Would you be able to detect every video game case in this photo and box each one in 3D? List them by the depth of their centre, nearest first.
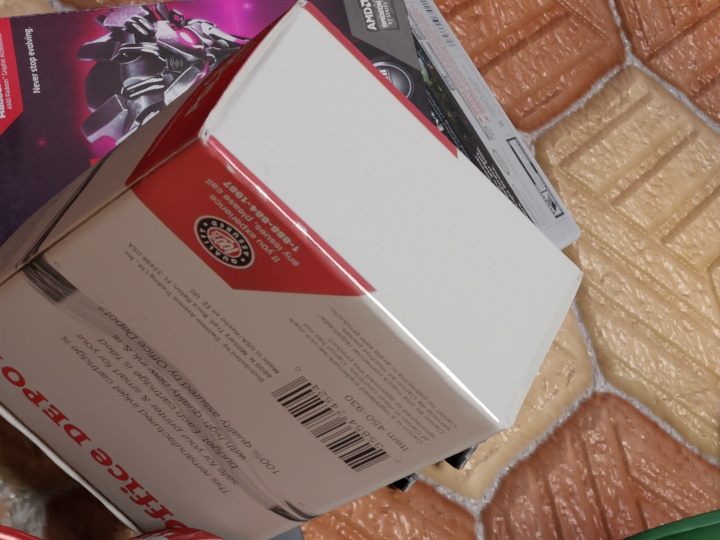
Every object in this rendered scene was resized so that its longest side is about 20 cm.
[{"bbox_3d":[0.036,-0.086,1.049,0.200,0.023,0.182,58,19,3],"label":"video game case"}]

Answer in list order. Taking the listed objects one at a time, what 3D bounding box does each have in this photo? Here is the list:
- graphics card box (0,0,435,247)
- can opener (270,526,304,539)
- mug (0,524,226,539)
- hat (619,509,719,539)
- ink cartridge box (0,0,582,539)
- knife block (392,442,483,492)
[{"bbox_3d":[-0.068,-0.056,0.884,0.200,0.051,0.126,-6,63,-12],"label":"graphics card box"},{"bbox_3d":[-0.026,0.179,0.837,0.067,0.053,0.200,-1,66,-43],"label":"can opener"},{"bbox_3d":[-0.123,0.148,0.706,0.200,0.133,0.178,-16,87,-51],"label":"mug"},{"bbox_3d":[0.183,0.215,0.941,0.166,0.200,0.176,29,46,-55],"label":"hat"},{"bbox_3d":[-0.043,0.014,0.741,0.147,0.200,0.083,44,49,-15],"label":"ink cartridge box"},{"bbox_3d":[0.000,0.000,0.973,0.175,0.064,0.200,18,53,-36],"label":"knife block"}]
